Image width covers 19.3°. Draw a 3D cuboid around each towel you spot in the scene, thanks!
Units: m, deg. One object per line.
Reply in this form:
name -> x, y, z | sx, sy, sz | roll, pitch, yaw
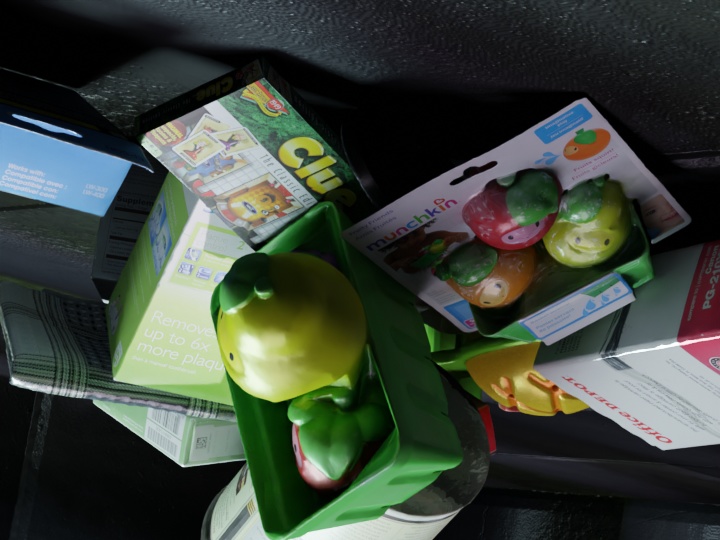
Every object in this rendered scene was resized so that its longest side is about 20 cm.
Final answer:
towel -> -0.187, 0.059, 1.653 | 0.192, 0.035, 0.200 | 11, -165, -17

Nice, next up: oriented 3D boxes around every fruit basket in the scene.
fruit basket -> 0.110, -0.024, 1.407 | 0.185, 0.094, 0.200 | -28, 153, 16
fruit basket -> -0.041, 0.058, 1.380 | 0.215, 0.216, 0.155 | 18, 136, -42

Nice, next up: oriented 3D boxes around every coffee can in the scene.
coffee can -> -0.014, 0.167, 1.569 | 0.146, 0.147, 0.200 | 14, 140, -23

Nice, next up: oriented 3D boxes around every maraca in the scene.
maraca -> 0.135, 0.064, 1.670 | 0.200, 0.107, 0.137 | -15, 162, 39

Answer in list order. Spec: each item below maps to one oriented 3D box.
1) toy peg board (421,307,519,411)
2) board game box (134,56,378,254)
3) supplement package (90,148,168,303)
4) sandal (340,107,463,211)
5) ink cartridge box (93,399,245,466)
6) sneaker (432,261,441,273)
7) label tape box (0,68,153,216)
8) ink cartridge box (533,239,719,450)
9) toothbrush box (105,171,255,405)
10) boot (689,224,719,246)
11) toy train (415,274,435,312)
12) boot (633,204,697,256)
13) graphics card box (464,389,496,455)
toy peg board -> 0.140, 0.076, 1.860 | 0.199, 0.098, 0.200 | 3, -174, -13
board game box -> -0.051, -0.059, 1.419 | 0.105, 0.024, 0.200 | -25, 135, 22
supplement package -> -0.131, -0.019, 1.741 | 0.155, 0.111, 0.200 | 9, 170, -1
sandal -> 0.041, -0.074, 1.439 | 0.048, 0.075, 0.200 | -26, 166, 19
ink cartridge box -> -0.096, 0.105, 1.721 | 0.200, 0.048, 0.145 | -1, -162, -38
sneaker -> 0.000, 0.000, 1.631 | 0.084, 0.200, 0.077 | 49, -152, 20
label tape box -> -0.236, -0.088, 1.401 | 0.143, 0.066, 0.200 | 15, -167, -27
ink cartridge box -> 0.244, 0.055, 1.497 | 0.145, 0.085, 0.200 | 32, 155, -27
toothbrush box -> -0.085, -0.002, 1.550 | 0.145, 0.200, 0.086 | 14, -147, -23
boot -> 0.353, 0.003, 1.504 | 0.200, 0.077, 0.168 | 21, 163, -20
toy train -> 0.069, 0.001, 1.788 | 0.150, 0.056, 0.200 | 8, -173, 43
boot -> 0.195, -0.022, 1.636 | 0.188, 0.069, 0.200 | -6, 171, 33
graphics card box -> 0.007, 0.117, 1.763 | 0.125, 0.051, 0.200 | -22, -152, -23
